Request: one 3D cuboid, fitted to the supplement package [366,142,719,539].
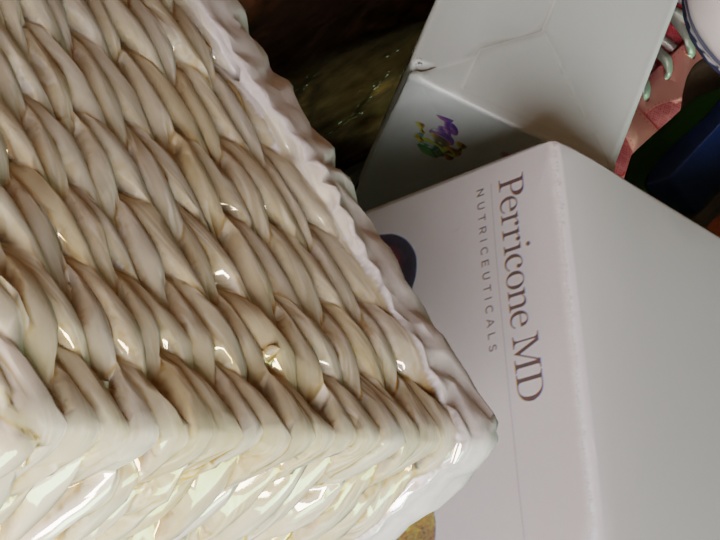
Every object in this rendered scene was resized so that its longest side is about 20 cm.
[{"bbox_3d":[0.003,0.062,0.616,0.200,0.114,0.109,-21,151,32],"label":"supplement package"}]

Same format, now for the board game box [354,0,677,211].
[{"bbox_3d":[0.045,-0.057,0.707,0.200,0.064,0.148,116,-1,-64],"label":"board game box"}]

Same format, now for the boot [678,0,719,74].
[{"bbox_3d":[0.132,-0.101,0.768,0.090,0.073,0.200,-44,-174,43],"label":"boot"}]

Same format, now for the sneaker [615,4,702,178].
[{"bbox_3d":[0.108,-0.086,0.900,0.200,0.074,0.087,-29,156,-43],"label":"sneaker"}]

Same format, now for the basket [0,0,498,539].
[{"bbox_3d":[-0.121,0.009,0.462,0.198,0.200,0.161,-39,158,19],"label":"basket"}]

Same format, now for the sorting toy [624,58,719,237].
[{"bbox_3d":[0.116,-0.018,0.736,0.185,0.036,0.200,-20,-149,56],"label":"sorting toy"}]

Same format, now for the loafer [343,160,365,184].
[{"bbox_3d":[0.000,0.000,0.881,0.070,0.070,0.200,-43,172,16],"label":"loafer"}]
